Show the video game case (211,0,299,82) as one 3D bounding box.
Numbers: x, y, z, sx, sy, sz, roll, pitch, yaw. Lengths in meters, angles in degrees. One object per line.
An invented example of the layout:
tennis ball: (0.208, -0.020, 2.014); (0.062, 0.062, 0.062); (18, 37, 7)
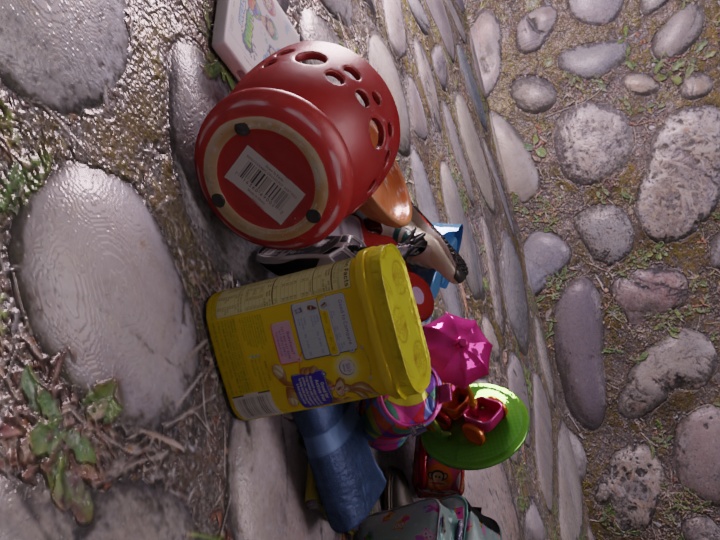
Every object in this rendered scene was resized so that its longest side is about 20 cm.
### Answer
video game case: (-0.135, -0.311, 1.038); (0.182, 0.024, 0.201); (50, 32, -51)

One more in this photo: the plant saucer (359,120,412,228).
plant saucer: (0.005, -0.144, 1.043); (0.200, 0.037, 0.201); (50, 25, -33)

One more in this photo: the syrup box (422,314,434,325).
syrup box: (0.060, 0.103, 1.209); (0.200, 0.078, 0.082); (-75, 146, -53)

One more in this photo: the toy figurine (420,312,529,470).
toy figurine: (0.113, 0.133, 1.004); (0.150, 0.199, 0.185); (-41, 130, -29)

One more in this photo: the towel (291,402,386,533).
towel: (-0.029, 0.193, 0.896); (0.112, 0.048, 0.201); (-36, 110, -68)

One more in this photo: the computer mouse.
computer mouse: (-0.029, -0.011, 0.881); (0.110, 0.199, 0.044); (-44, 127, -50)

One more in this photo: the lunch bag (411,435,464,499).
lunch bag: (0.126, 0.259, 1.186); (0.200, 0.081, 0.177); (81, 15, -67)

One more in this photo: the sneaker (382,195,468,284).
sneaker: (0.075, -0.029, 1.101); (0.070, 0.093, 0.200); (41, 9, -48)

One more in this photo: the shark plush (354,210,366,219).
shark plush: (-0.015, -0.080, 1.205); (0.083, 0.091, 0.201); (-5, 103, -50)

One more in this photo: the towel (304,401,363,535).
towel: (-0.033, 0.219, 0.969); (0.144, 0.023, 0.201); (47, 34, -52)

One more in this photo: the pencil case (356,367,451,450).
pencil case: (0.045, 0.169, 0.939); (0.200, 0.088, 0.089); (118, -33, -69)

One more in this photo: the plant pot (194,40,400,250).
plant pot: (-0.069, -0.136, 0.851); (0.201, 0.199, 0.183); (68, 25, -21)

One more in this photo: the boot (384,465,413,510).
boot: (0.097, 0.375, 1.104); (0.075, 0.096, 0.201); (-12, 89, -70)

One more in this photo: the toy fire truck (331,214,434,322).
toy fire truck: (0.000, 0.000, 1.004); (0.199, 0.112, 0.169); (7, 65, -42)

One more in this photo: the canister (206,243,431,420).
canister: (-0.045, 0.067, 0.778); (0.087, 0.199, 0.149); (-25, 100, -69)

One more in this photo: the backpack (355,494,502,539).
backpack: (0.078, 0.390, 0.942); (0.153, 0.175, 0.201); (37, 41, -34)

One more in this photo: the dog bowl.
dog bowl: (0.109, -0.004, 1.193); (0.200, 0.049, 0.112); (-53, 155, -52)
